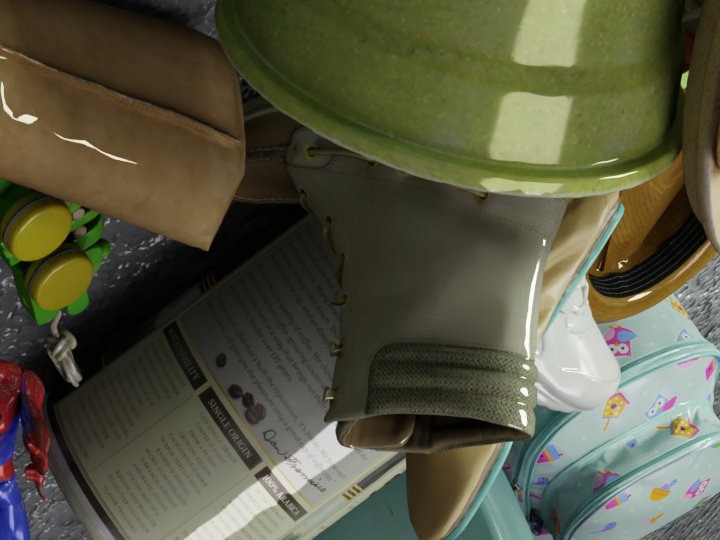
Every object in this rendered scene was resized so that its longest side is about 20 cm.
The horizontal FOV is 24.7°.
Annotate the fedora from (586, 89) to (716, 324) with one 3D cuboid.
[{"bbox_3d":[0.158,-0.062,0.951,0.199,0.082,0.202,-25,142,-22],"label":"fedora"}]

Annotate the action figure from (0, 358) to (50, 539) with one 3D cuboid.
[{"bbox_3d":[-0.178,0.123,0.776,0.064,0.099,0.202,0,116,-9],"label":"action figure"}]

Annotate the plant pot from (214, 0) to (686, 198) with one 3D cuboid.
[{"bbox_3d":[0.058,-0.160,0.623,0.199,0.200,0.186,-12,131,-36],"label":"plant pot"}]

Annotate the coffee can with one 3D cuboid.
[{"bbox_3d":[-0.048,0.068,0.854,0.199,0.147,0.146,-36,151,1],"label":"coffee can"}]

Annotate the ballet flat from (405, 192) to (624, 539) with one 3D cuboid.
[{"bbox_3d":[0.056,0.029,0.763,0.201,0.063,0.069,-61,-169,-24],"label":"ballet flat"}]

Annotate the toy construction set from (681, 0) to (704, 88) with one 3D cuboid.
[{"bbox_3d":[0.175,-0.143,0.788,0.200,0.130,0.093,-47,129,-37],"label":"toy construction set"}]

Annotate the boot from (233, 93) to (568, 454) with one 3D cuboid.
[{"bbox_3d":[0.000,0.000,0.726,0.198,0.156,0.072,0,163,36],"label":"boot"}]

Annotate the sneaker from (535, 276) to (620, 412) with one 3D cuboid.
[{"bbox_3d":[0.090,-0.012,0.848,0.099,0.078,0.200,-30,113,21],"label":"sneaker"}]

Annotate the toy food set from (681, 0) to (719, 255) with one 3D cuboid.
[{"bbox_3d":[0.188,-0.098,0.671,0.199,0.048,0.201,-59,149,-22],"label":"toy food set"}]

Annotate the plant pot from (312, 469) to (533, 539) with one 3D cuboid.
[{"bbox_3d":[0.017,0.141,0.973,0.141,0.201,0.141,-37,151,4],"label":"plant pot"}]

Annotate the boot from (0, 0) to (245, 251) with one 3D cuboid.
[{"bbox_3d":[-0.119,-0.038,0.618,0.066,0.177,0.199,-14,161,33],"label":"boot"}]

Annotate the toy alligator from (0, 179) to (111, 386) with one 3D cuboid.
[{"bbox_3d":[-0.135,-0.015,0.733,0.054,0.059,0.201,-36,151,-15],"label":"toy alligator"}]

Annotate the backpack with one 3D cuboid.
[{"bbox_3d":[0.168,0.101,1.130,0.174,0.154,0.201,-26,143,-7],"label":"backpack"}]
